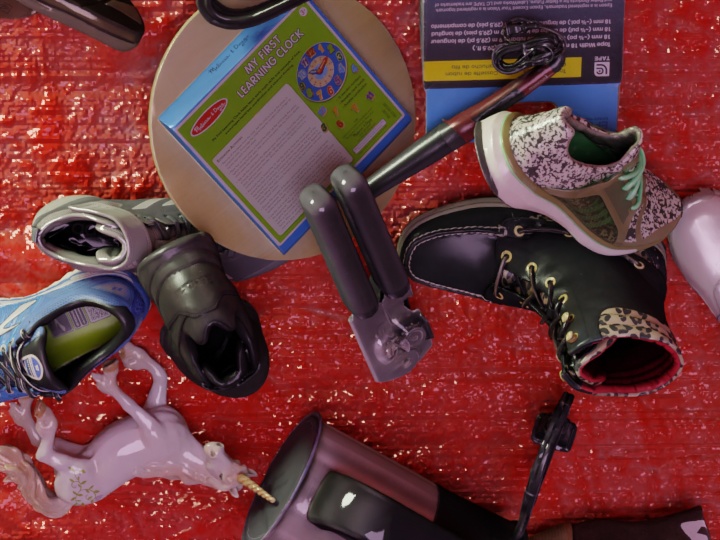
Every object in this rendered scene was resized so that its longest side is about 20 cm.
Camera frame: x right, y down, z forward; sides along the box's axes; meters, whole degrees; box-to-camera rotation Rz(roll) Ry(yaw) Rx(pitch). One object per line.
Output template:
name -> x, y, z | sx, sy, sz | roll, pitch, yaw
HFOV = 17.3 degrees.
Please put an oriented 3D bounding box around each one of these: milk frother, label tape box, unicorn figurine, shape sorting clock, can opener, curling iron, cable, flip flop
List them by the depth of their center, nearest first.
cable -> -0.014, -0.211, 1.615 | 0.199, 0.050, 0.097 | -25, 123, 28
flip flop -> -0.245, -0.202, 1.650 | 0.199, 0.081, 0.058 | 28, 121, -18
curling iron -> 0.064, -0.107, 1.660 | 0.200, 0.026, 0.050 | -40, 94, 20
label tape box -> 0.112, -0.195, 1.667 | 0.143, 0.063, 0.201 | -1, 118, -3
shape sorting clock -> -0.055, -0.108, 1.685 | 0.199, 0.039, 0.201 | -4, 101, -23
can opener -> 0.000, 0.000, 1.702 | 0.053, 0.067, 0.200 | -32, 132, -10
milk frother -> 0.045, 0.156, 1.771 | 0.188, 0.180, 0.201 | 29, 63, -13
unicorn figurine -> -0.172, 0.129, 1.775 | 0.199, 0.074, 0.138 | -21, 111, 22

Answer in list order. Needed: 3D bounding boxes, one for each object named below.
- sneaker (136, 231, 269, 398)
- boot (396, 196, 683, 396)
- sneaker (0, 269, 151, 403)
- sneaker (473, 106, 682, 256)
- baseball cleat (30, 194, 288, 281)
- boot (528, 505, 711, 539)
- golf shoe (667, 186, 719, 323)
sneaker -> -0.104, 0.055, 1.695 | 0.076, 0.091, 0.200 | -29, 152, 0
boot -> 0.131, 0.019, 1.696 | 0.202, 0.154, 0.074 | 5, 123, -6
sneaker -> -0.249, 0.057, 1.728 | 0.199, 0.089, 0.079 | -27, 108, 7
sneaker -> 0.173, -0.066, 1.653 | 0.199, 0.077, 0.088 | 17, 151, -42
baseball cleat -> -0.137, -0.019, 1.697 | 0.199, 0.106, 0.070 | -3, 100, -5
boot -> 0.204, 0.286, 1.842 | 0.165, 0.072, 0.201 | -10, 106, 3
golf shoe -> 0.297, 0.029, 1.743 | 0.078, 0.097, 0.200 | -34, 106, 11
